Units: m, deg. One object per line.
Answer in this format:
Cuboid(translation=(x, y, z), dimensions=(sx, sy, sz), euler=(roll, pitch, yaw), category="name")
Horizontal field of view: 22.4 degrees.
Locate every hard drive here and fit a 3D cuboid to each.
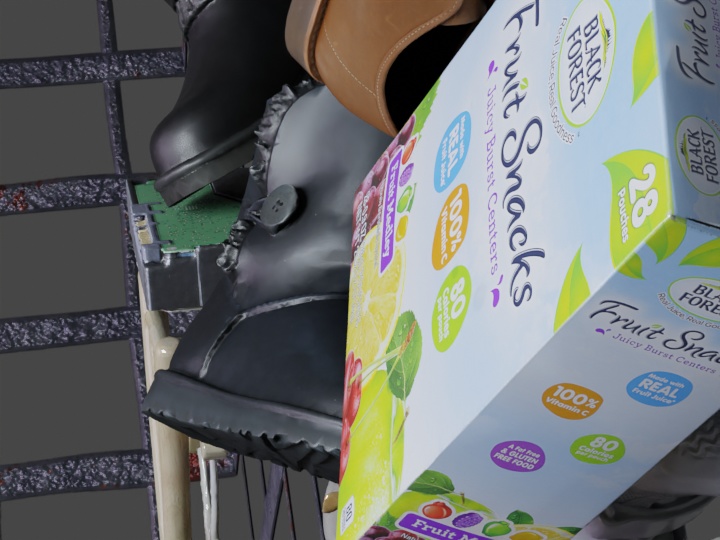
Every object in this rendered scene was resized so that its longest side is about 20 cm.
Cuboid(translation=(-0.019, -0.023, 0.953), dimensions=(0.140, 0.200, 0.038), euler=(-123, 29, -69), category="hard drive")

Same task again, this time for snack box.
Cuboid(translation=(0.063, -0.013, 0.582), dimensions=(0.200, 0.068, 0.169), euler=(-51, 27, 43), category="snack box")

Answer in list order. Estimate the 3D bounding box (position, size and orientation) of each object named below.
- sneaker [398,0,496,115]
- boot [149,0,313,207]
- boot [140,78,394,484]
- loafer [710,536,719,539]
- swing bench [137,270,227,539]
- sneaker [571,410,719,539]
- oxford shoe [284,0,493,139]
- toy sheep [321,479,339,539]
Cuboid(translation=(0.058, -0.130, 0.720), dimensions=(0.089, 0.077, 0.200), euler=(-23, 74, 43), category="sneaker")
Cuboid(translation=(-0.088, -0.140, 0.958), dimensions=(0.158, 0.079, 0.211), euler=(50, -142, -13), category="boot")
Cuboid(translation=(0.000, 0.000, 0.738), dimensions=(0.200, 0.076, 0.168), euler=(8, 73, 54), category="boot")
Cuboid(translation=(0.120, 0.176, 0.608), dimensions=(0.070, 0.070, 0.200), euler=(-139, 44, -65), category="loafer")
Cuboid(translation=(-0.009, 0.101, 0.957), dimensions=(0.130, 0.199, 0.200), euler=(-121, 27, -69), category="swing bench")
Cuboid(translation=(0.105, 0.088, 0.667), dimensions=(0.200, 0.075, 0.115), euler=(180, 74, -72), category="sneaker")
Cuboid(translation=(0.026, -0.127, 0.627), dimensions=(0.071, 0.071, 0.200), euler=(51, 151, 29), category="oxford shoe")
Cuboid(translation=(0.053, 0.117, 0.821), dimensions=(0.200, 0.138, 0.138), euler=(43, -160, -37), category="toy sheep")
